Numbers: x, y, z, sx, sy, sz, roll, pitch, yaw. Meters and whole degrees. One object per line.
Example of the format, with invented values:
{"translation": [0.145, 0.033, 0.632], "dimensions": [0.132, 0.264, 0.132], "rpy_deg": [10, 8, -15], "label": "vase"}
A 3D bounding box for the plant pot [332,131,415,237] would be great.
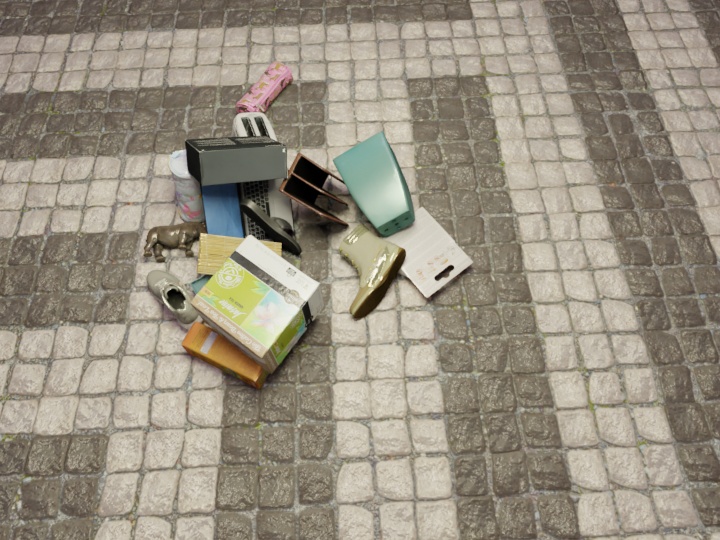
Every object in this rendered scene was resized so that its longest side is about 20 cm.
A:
{"translation": [0.047, -0.196, 1.295], "dimensions": [0.140, 0.141, 0.203], "rpy_deg": [-26, 72, 10], "label": "plant pot"}

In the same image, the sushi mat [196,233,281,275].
{"translation": [-0.286, -0.030, 1.262], "dimensions": [0.197, 0.012, 0.098], "rpy_deg": [6, 100, -24], "label": "sushi mat"}

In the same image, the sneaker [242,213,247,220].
{"translation": [-0.288, -0.164, 1.375], "dimensions": [0.196, 0.078, 0.092], "rpy_deg": [-11, 99, -17], "label": "sneaker"}

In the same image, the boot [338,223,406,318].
{"translation": [0.000, 0.000, 1.283], "dimensions": [0.154, 0.072, 0.202], "rpy_deg": [33, 88, 28], "label": "boot"}

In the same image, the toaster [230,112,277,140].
{"translation": [-0.283, -0.326, 1.406], "dimensions": [0.112, 0.130, 0.202], "rpy_deg": [-10, 62, -25], "label": "toaster"}

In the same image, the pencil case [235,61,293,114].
{"translation": [-0.278, -0.519, 1.540], "dimensions": [0.085, 0.083, 0.202], "rpy_deg": [25, 65, 13], "label": "pencil case"}

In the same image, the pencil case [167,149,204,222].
{"translation": [-0.424, -0.206, 1.318], "dimensions": [0.089, 0.201, 0.084], "rpy_deg": [16, 57, 2], "label": "pencil case"}

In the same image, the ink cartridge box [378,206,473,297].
{"translation": [0.156, -0.041, 1.322], "dimensions": [0.160, 0.050, 0.201], "rpy_deg": [-35, 71, -16], "label": "ink cartridge box"}

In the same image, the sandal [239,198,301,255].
{"translation": [-0.204, -0.110, 1.280], "dimensions": [0.075, 0.200, 0.048], "rpy_deg": [5, 56, 50], "label": "sandal"}

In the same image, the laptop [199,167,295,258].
{"translation": [-0.266, -0.142, 1.281], "dimensions": [0.196, 0.116, 0.191], "rpy_deg": [-5, 105, -3], "label": "laptop"}

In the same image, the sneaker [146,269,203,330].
{"translation": [-0.444, 0.049, 1.243], "dimensions": [0.199, 0.093, 0.076], "rpy_deg": [36, 69, 26], "label": "sneaker"}

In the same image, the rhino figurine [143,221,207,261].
{"translation": [-0.444, -0.084, 1.334], "dimensions": [0.196, 0.060, 0.089], "rpy_deg": [-10, 62, -7], "label": "rhino figurine"}

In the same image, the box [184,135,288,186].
{"translation": [-0.281, -0.253, 1.201], "dimensions": [0.197, 0.080, 0.141], "rpy_deg": [-11, 25, -28], "label": "box"}

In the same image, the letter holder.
{"translation": [-0.084, -0.189, 1.296], "dimensions": [0.141, 0.200, 0.102], "rpy_deg": [33, 97, 15], "label": "letter holder"}

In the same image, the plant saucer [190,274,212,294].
{"translation": [-0.310, 0.011, 1.289], "dimensions": [0.198, 0.071, 0.019], "rpy_deg": [-29, 25, -14], "label": "plant saucer"}

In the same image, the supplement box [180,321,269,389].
{"translation": [-0.299, 0.191, 1.193], "dimensions": [0.197, 0.067, 0.070], "rpy_deg": [21, 65, 11], "label": "supplement box"}

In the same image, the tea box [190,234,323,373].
{"translation": [-0.215, 0.073, 1.137], "dimensions": [0.198, 0.134, 0.198], "rpy_deg": [32, 70, 14], "label": "tea box"}
